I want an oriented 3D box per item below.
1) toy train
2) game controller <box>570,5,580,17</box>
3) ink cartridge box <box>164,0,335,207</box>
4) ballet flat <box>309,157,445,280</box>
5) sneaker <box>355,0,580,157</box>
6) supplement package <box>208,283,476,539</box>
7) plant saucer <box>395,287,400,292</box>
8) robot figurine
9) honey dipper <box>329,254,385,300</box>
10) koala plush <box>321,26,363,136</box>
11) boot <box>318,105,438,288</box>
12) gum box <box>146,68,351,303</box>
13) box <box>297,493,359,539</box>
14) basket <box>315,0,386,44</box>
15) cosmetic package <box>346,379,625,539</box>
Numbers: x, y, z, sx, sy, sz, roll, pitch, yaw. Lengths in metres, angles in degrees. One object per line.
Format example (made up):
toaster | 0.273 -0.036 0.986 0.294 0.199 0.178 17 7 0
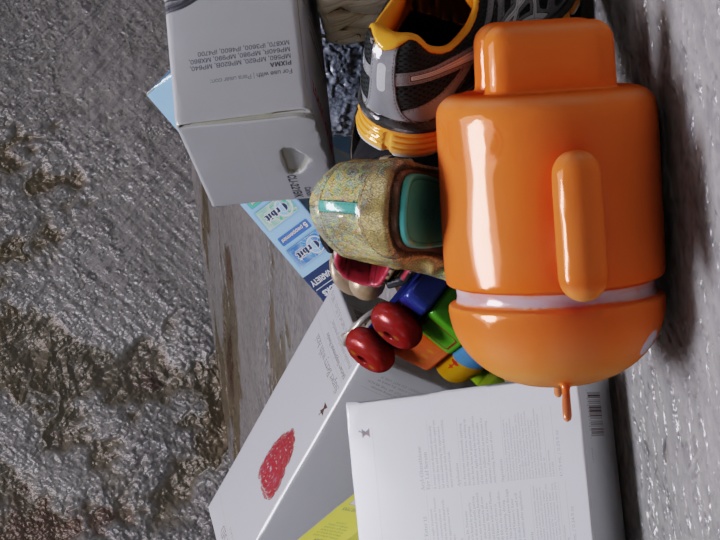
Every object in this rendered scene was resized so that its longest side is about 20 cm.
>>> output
toy train | 0.056 0.052 1.645 0.116 0.085 0.200 40 161 -1
game controller | 0.104 -0.078 1.528 0.104 0.042 0.200 -124 31 -72
ink cartridge box | -0.070 -0.155 1.608 0.144 0.084 0.200 72 -170 -71
ballet flat | 0.031 -0.028 1.421 0.200 0.071 0.071 11 -108 -65
sneaker | 0.063 -0.150 1.413 0.200 0.078 0.077 -57 -26 -31
supplement package | -0.004 0.133 1.830 0.200 0.120 0.121 -61 21 17
plant saucer | 0.056 -0.049 1.713 0.200 0.032 0.201 -179 90 -67
robot figurine | 0.098 -0.028 1.352 0.144 0.116 0.200 3 99 47
honey dipper | 0.000 0.000 1.683 0.200 0.038 0.038 -129 34 -87
koala plush | -0.007 -0.214 1.784 0.184 0.177 0.200 -101 19 -46
boot | 0.021 -0.055 1.585 0.200 0.073 0.151 -52 12 56
gum box | -0.046 -0.093 1.903 0.200 0.045 0.170 49 -149 -9
box | 0.014 0.172 1.589 0.050 0.200 0.075 3 124 55
basket | 0.026 -0.249 1.599 0.123 0.135 0.200 80 -176 -58
cosmetic package | 0.075 0.165 1.503 0.052 0.151 0.200 6 -102 -63
